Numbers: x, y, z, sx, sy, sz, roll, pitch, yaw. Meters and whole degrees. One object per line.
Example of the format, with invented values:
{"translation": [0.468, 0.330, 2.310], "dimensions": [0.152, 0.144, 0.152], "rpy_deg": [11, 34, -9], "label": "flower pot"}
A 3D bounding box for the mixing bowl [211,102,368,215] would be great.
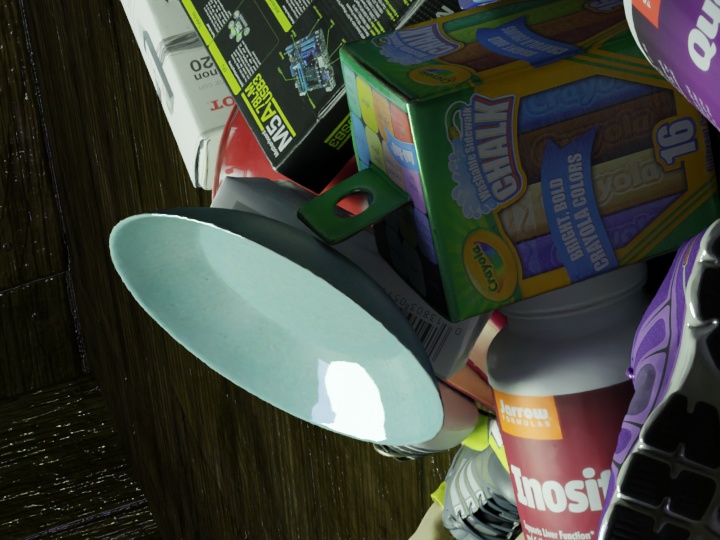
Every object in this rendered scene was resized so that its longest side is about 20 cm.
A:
{"translation": [0.012, -0.051, 1.566], "dimensions": [0.108, 0.200, 0.200], "rpy_deg": [8, 118, 43], "label": "mixing bowl"}

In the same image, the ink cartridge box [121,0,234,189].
{"translation": [-0.091, -0.178, 1.851], "dimensions": [0.085, 0.146, 0.200], "rpy_deg": [103, 148, -63], "label": "ink cartridge box"}

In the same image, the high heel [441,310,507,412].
{"translation": [0.057, 0.047, 1.492], "dimensions": [0.200, 0.067, 0.096], "rpy_deg": [32, -162, -31], "label": "high heel"}

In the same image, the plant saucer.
{"translation": [-0.037, 0.020, 1.258], "dimensions": [0.201, 0.039, 0.201], "rpy_deg": [26, 156, 12], "label": "plant saucer"}

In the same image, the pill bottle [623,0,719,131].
{"translation": [0.175, -0.098, 0.931], "dimensions": [0.200, 0.112, 0.113], "rpy_deg": [-125, 23, -53], "label": "pill bottle"}

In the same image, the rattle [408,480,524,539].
{"translation": [0.131, 0.201, 1.587], "dimensions": [0.200, 0.130, 0.143], "rpy_deg": [-4, 116, 50], "label": "rattle"}

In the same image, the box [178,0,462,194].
{"translation": [-0.012, -0.179, 1.482], "dimensions": [0.193, 0.047, 0.200], "rpy_deg": [-50, 41, 18], "label": "box"}

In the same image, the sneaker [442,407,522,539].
{"translation": [0.093, 0.139, 1.483], "dimensions": [0.200, 0.074, 0.081], "rpy_deg": [173, 122, -86], "label": "sneaker"}

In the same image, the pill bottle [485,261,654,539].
{"translation": [0.133, 0.083, 1.327], "dimensions": [0.113, 0.113, 0.200], "rpy_deg": [-151, 45, -71], "label": "pill bottle"}

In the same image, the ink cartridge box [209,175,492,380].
{"translation": [0.000, 0.000, 1.389], "dimensions": [0.050, 0.161, 0.200], "rpy_deg": [-63, -6, 4], "label": "ink cartridge box"}

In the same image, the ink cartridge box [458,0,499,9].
{"translation": [0.083, -0.218, 1.251], "dimensions": [0.200, 0.076, 0.137], "rpy_deg": [162, 91, -78], "label": "ink cartridge box"}

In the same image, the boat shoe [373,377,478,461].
{"translation": [0.035, 0.093, 1.518], "dimensions": [0.069, 0.057, 0.200], "rpy_deg": [33, -169, 4], "label": "boat shoe"}

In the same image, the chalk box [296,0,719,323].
{"translation": [0.066, -0.062, 1.232], "dimensions": [0.124, 0.200, 0.124], "rpy_deg": [-135, 31, -63], "label": "chalk box"}

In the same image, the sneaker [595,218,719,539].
{"translation": [0.158, 0.071, 1.148], "dimensions": [0.200, 0.081, 0.083], "rpy_deg": [-69, 15, -13], "label": "sneaker"}
